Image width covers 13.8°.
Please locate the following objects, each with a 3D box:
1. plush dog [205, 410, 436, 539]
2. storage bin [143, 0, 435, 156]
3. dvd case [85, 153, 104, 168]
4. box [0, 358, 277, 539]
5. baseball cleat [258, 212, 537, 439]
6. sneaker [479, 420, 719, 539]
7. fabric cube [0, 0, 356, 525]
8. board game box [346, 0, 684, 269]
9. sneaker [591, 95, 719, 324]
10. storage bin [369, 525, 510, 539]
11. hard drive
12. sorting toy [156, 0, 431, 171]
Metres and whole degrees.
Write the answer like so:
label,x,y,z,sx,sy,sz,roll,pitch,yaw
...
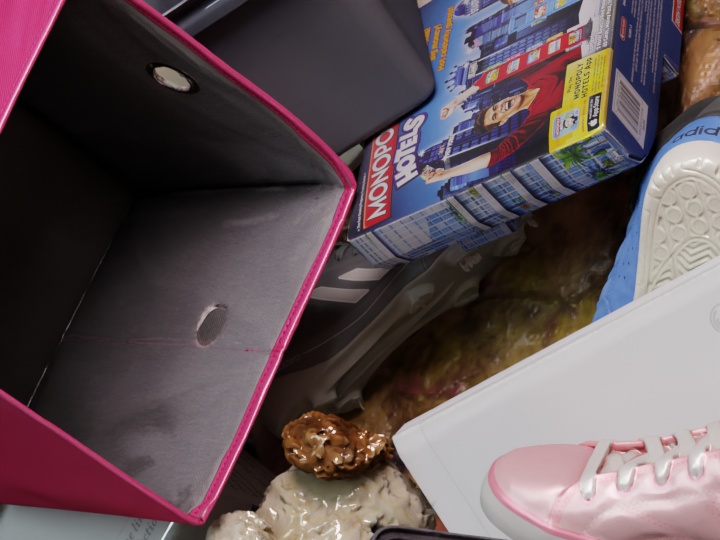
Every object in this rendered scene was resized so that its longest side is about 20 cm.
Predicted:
label,x,y,z,sx,sy,sz,roll,pitch,yaw
plush dog,-0.032,0.163,1.448,0.172,0.200,0.160,-39,38,-24
storage bin,-0.045,-0.146,1.504,0.145,0.134,0.200,-32,31,15
dvd case,-0.130,-0.023,1.647,0.200,0.143,0.018,-16,47,37
box,-0.146,0.167,1.593,0.200,0.131,0.199,36,99,44
baseball cleat,0.000,0.000,1.561,0.200,0.070,0.107,-44,66,20
sneaker,0.157,0.087,1.325,0.200,0.075,0.105,14,117,12
fabric cube,-0.160,-0.010,1.442,0.199,0.196,0.200,0,59,52
board game box,0.061,-0.082,1.495,0.200,0.062,0.200,-24,35,29
sneaker,0.154,0.009,1.434,0.077,0.111,0.200,18,121,9
storage bin,0.072,0.202,1.324,0.094,0.200,0.135,-51,47,29
hard drive,0.128,0.090,1.397,0.200,0.026,0.132,-30,97,31
sorting toy,-0.026,-0.146,1.640,0.200,0.107,0.180,-43,60,13
